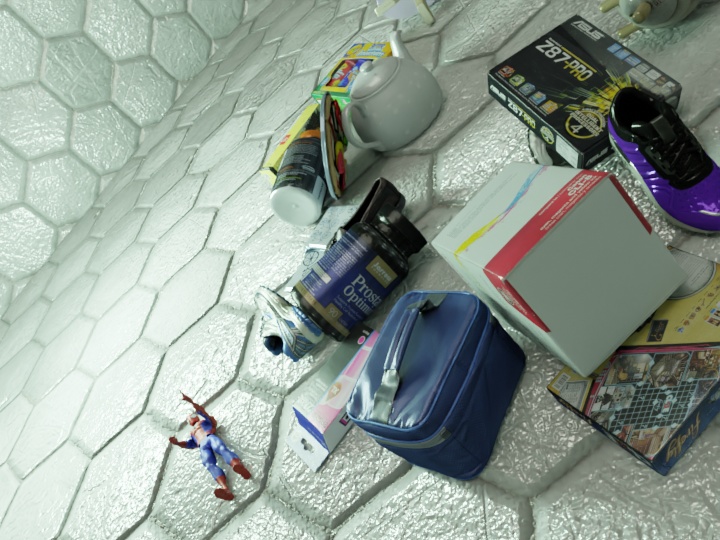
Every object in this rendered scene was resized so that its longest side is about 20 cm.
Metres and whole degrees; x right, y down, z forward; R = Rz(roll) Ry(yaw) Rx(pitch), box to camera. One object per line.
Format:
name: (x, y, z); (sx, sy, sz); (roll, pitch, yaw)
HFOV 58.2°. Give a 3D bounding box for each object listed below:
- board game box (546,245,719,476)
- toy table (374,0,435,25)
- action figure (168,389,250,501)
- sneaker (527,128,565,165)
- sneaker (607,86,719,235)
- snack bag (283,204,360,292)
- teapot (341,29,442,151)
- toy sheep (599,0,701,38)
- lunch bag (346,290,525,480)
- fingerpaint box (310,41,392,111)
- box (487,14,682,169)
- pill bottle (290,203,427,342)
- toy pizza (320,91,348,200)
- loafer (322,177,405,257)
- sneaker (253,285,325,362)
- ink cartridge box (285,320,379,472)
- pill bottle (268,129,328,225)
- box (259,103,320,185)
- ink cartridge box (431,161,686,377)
board game box: (0.295, 0.078, 0.625); (0.200, 0.035, 0.135); (-48, 33, -3)
toy table: (0.119, -0.664, 1.505); (0.200, 0.184, 0.117); (-42, 15, 26)
action figure: (-0.243, 0.254, 0.974); (0.065, 0.099, 0.200); (-49, 31, -9)
sneaker: (0.287, -0.227, 0.941); (0.079, 0.074, 0.201); (-13, 51, 26)
sneaker: (0.335, -0.127, 0.707); (0.069, 0.100, 0.200); (-34, 56, 7)
snack bag: (-0.041, -0.036, 1.129); (0.188, 0.021, 0.200); (6, 58, 49)
teapot: (0.048, -0.334, 1.240); (0.197, 0.146, 0.200); (-37, 35, 13)
toy sheep: (0.424, -0.408, 0.925); (0.138, 0.138, 0.200); (-2, 49, 46)
lunch bag: (0.086, 0.112, 0.729); (0.136, 0.132, 0.201); (-2, 53, 46)
fingerpaint box: (0.001, -0.430, 1.457); (0.167, 0.073, 0.200); (-50, 34, -7)
box: (0.294, -0.242, 0.871); (0.161, 0.049, 0.200); (-32, 57, -5)
pill bottle: (0.000, 0.000, 0.962); (0.200, 0.112, 0.112); (-46, 33, 0)
toy pizza: (-0.044, -0.232, 1.208); (0.032, 0.201, 0.201); (-4, 43, 6)
loafer: (-0.012, -0.067, 1.056); (0.200, 0.063, 0.072); (-48, 34, -5)
sneaker: (-0.136, 0.088, 1.053); (0.085, 0.077, 0.200); (-55, 34, -7)
ink cartridge box: (-0.030, 0.168, 0.888); (0.200, 0.037, 0.095); (-54, 34, -9)
pill bottle: (-0.110, -0.194, 1.297); (0.106, 0.106, 0.201); (-20, 41, 33)
box: (-0.136, -0.273, 1.440); (0.050, 0.075, 0.200); (10, 63, 52)
ink cartridge box: (0.198, -0.014, 0.692); (0.145, 0.145, 0.200); (-45, 19, -1)
